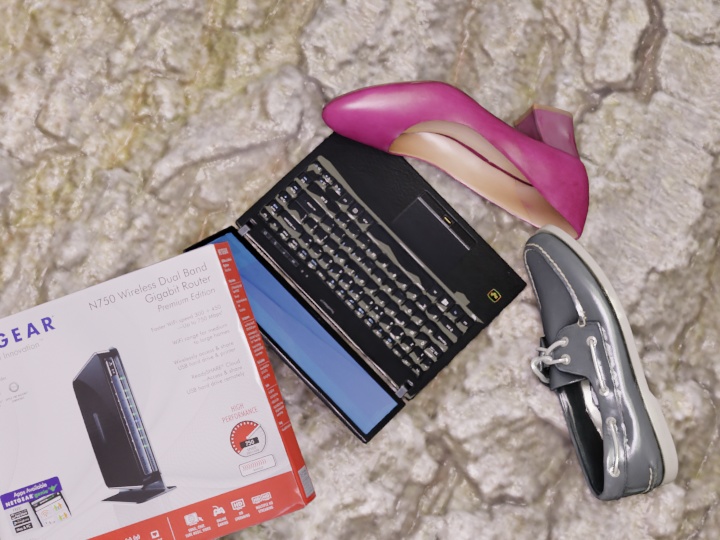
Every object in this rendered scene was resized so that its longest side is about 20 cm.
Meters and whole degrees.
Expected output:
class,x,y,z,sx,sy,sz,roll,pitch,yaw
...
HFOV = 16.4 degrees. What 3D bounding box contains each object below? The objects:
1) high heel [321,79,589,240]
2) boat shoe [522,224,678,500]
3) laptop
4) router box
class,x,y,z,sx,sy,sz,roll,pitch,yaw
high heel,0.070,-0.076,1.750,0.200,0.067,0.096,3,63,-19
boat shoe,0.154,0.065,1.734,0.062,0.073,0.200,-22,85,-21
laptop,0.000,0.000,1.701,0.177,0.103,0.200,46,70,2
router box,-0.152,0.097,1.610,0.200,0.049,0.180,-20,90,9
